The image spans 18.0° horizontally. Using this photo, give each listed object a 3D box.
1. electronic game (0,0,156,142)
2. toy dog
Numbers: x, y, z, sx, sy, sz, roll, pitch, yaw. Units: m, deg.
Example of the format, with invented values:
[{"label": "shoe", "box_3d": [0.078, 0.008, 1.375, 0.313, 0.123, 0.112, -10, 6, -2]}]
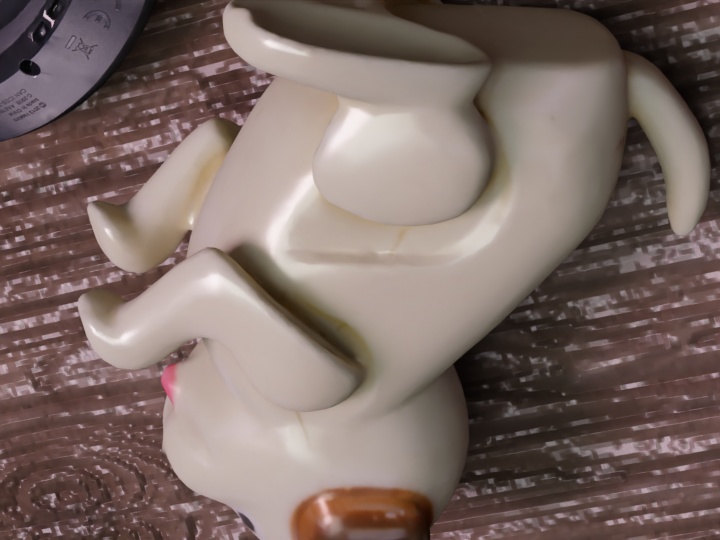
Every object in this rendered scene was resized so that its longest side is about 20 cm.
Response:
[{"label": "electronic game", "box_3d": [-0.150, -0.141, 0.780, 0.199, 0.042, 0.201, 7, 107, 24]}, {"label": "toy dog", "box_3d": [0.000, 0.000, 0.745, 0.193, 0.140, 0.201, 7, 116, -23]}]
